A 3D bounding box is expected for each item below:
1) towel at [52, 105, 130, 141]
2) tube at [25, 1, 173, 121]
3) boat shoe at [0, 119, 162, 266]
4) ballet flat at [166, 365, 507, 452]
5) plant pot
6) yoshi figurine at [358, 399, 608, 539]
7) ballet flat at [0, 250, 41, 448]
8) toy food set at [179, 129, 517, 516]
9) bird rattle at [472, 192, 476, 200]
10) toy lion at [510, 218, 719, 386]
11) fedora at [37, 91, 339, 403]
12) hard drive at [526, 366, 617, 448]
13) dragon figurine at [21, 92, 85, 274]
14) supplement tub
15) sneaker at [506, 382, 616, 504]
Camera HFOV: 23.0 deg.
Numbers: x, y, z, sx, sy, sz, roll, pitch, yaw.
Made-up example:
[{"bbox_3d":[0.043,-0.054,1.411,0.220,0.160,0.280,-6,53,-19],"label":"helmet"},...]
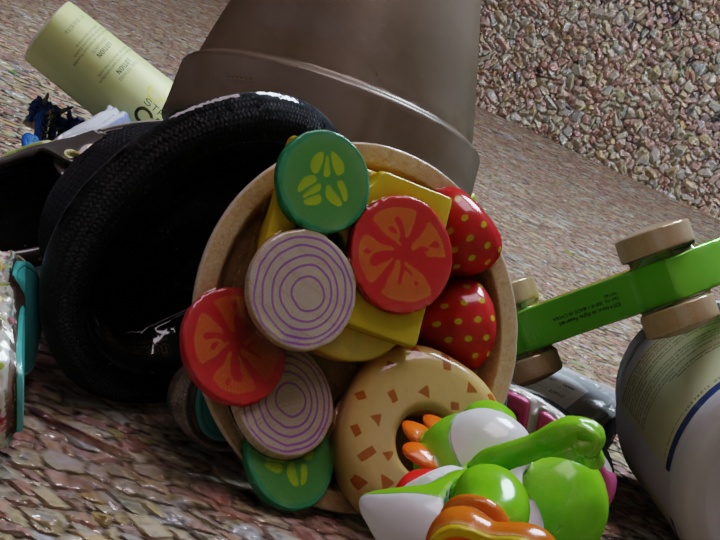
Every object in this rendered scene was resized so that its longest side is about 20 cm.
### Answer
[{"bbox_3d":[-0.114,-0.018,1.121,0.200,0.024,0.147,50,12,-4],"label":"towel"},{"bbox_3d":[-0.136,-0.104,1.212,0.199,0.058,0.052,39,5,-4],"label":"tube"},{"bbox_3d":[-0.172,-0.039,1.010,0.199,0.072,0.061,-22,-1,-16],"label":"boat shoe"},{"bbox_3d":[-0.015,0.065,0.975,0.198,0.069,0.067,4,-3,-26],"label":"ballet flat"},{"bbox_3d":[-0.005,-0.143,1.093,0.198,0.175,0.200,17,-6,2],"label":"plant pot"},{"bbox_3d":[0.074,0.120,0.817,0.113,0.111,0.200,63,14,-13],"label":"yoshi figurine"},{"bbox_3d":[-0.191,0.033,0.863,0.063,0.077,0.200,-1,11,-7],"label":"ballet flat"},{"bbox_3d":[0.000,0.031,0.921,0.196,0.202,0.049,19,-12,-24],"label":"toy food set"},{"bbox_3d":[0.038,-0.021,1.460,0.161,0.114,0.200,4,10,-3],"label":"bird rattle"},{"bbox_3d":[0.178,0.013,1.158,0.199,0.069,0.191,-23,-4,43],"label":"toy lion"},{"bbox_3d":[-0.103,-0.026,0.968,0.199,0.202,0.091,8,21,-48],"label":"fedora"},{"bbox_3d":[0.104,0.088,1.213,0.139,0.038,0.200,25,11,15],"label":"hard drive"},{"bbox_3d":[-0.201,-0.054,1.155,0.058,0.100,0.200,16,12,-18],"label":"dragon figurine"},{"bbox_3d":[0.242,0.104,1.114,0.144,0.146,0.200,19,12,-10],"label":"supplement tub"},{"bbox_3d":[0.069,0.087,1.060,0.198,0.075,0.087,21,16,24],"label":"sneaker"}]
